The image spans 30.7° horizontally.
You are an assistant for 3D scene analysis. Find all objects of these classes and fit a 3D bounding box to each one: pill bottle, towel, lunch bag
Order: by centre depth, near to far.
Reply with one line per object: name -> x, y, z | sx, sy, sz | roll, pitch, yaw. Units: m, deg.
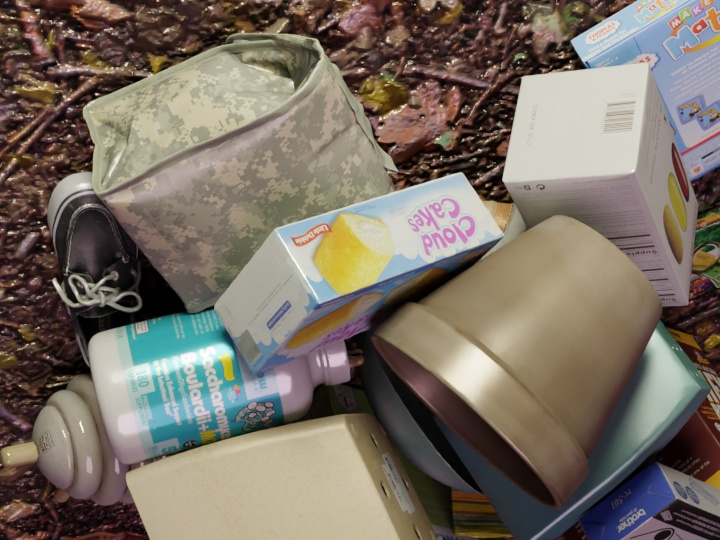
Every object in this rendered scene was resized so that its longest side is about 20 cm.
lunch bag -> -0.085, -0.084, 1.003 | 0.200, 0.118, 0.164 | -23, 139, 7
pill bottle -> -0.113, 0.081, 1.067 | 0.200, 0.111, 0.111 | -15, 137, -8
towel -> 0.123, 0.160, 1.284 | 0.086, 0.200, 0.018 | 6, 162, -28

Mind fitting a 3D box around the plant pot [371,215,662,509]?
plant pot -> 0.137, 0.058, 1.031 | 0.174, 0.200, 0.200 | -46, 137, -9

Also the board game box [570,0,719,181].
board game box -> 0.286, -0.164, 1.129 | 0.151, 0.037, 0.200 | -30, 137, 10

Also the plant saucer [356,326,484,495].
plant saucer -> 0.047, 0.125, 1.180 | 0.039, 0.201, 0.201 | -34, 136, 11

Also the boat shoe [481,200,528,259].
boat shoe -> 0.096, 0.007, 1.207 | 0.068, 0.075, 0.200 | 26, 132, -6

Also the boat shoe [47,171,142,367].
boat shoe -> -0.216, 0.011, 1.080 | 0.073, 0.068, 0.200 | -5, 135, -17

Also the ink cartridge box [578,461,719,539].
ink cartridge box -> 0.297, 0.240, 1.203 | 0.200, 0.044, 0.094 | 25, 121, -42

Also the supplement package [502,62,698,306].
supplement package -> 0.209, -0.065, 1.112 | 0.109, 0.114, 0.200 | -2, 147, 27

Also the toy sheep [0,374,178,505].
toy sheep -> -0.224, 0.150, 1.174 | 0.200, 0.138, 0.138 | -16, 140, -33

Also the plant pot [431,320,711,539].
plant pot -> 0.197, 0.125, 1.158 | 0.200, 0.141, 0.141 | -39, 163, 13

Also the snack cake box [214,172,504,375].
snack cake box -> 0.000, 0.000, 1.012 | 0.200, 0.067, 0.115 | -20, 161, -40

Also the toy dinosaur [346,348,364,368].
toy dinosaur -> -0.069, 0.086, 1.189 | 0.058, 0.101, 0.200 | 21, 146, -25

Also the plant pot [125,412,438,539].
plant pot -> -0.046, 0.217, 1.093 | 0.177, 0.200, 0.200 | -28, 169, 10

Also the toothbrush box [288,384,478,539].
toothbrush box -> 0.021, 0.222, 1.287 | 0.145, 0.200, 0.086 | 18, 126, -35

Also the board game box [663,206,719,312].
board game box -> 0.279, 0.012, 1.313 | 0.200, 0.023, 0.105 | -23, 135, 1

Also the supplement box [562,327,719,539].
supplement box -> 0.295, 0.194, 1.355 | 0.133, 0.200, 0.197 | 16, 127, -47
